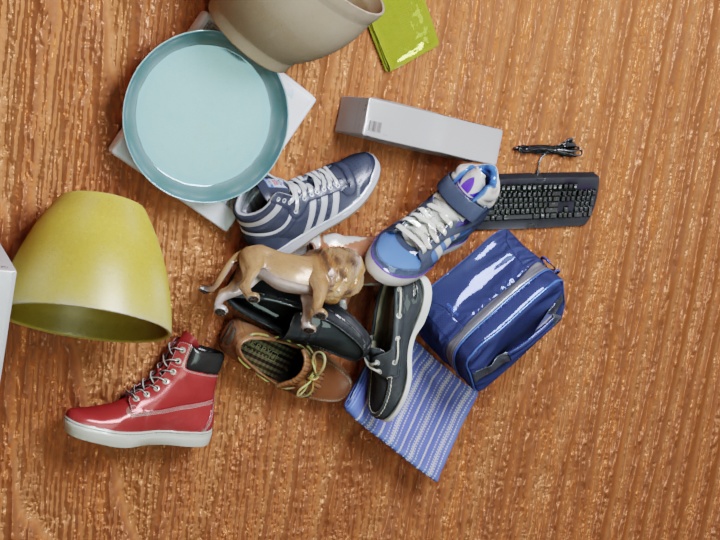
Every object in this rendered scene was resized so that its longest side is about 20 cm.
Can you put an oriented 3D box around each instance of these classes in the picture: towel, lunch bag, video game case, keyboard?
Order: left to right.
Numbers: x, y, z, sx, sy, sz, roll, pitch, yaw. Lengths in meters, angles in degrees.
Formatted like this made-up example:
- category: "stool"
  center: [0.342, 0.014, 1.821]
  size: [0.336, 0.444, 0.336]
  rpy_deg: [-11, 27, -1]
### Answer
- category: "video game case"
  center: [-0.176, -0.177, 1.558]
  size: [0.181, 0.024, 0.201]
  rpy_deg: [35, 89, -30]
- category: "towel"
  center: [0.035, -0.355, 1.606]
  size: [0.086, 0.018, 0.202]
  rpy_deg: [-29, 116, -14]
- category: "towel"
  center: [0.072, 0.177, 1.762]
  size: [0.200, 0.024, 0.146]
  rpy_deg: [41, 65, -30]
- category: "lunch bag"
  center: [0.185, 0.055, 1.716]
  size: [0.200, 0.132, 0.136]
  rpy_deg: [-40, 154, -8]
- category: "keyboard"
  center: [0.245, -0.119, 1.780]
  size: [0.198, 0.021, 0.129]
  rpy_deg: [-4, 108, -25]

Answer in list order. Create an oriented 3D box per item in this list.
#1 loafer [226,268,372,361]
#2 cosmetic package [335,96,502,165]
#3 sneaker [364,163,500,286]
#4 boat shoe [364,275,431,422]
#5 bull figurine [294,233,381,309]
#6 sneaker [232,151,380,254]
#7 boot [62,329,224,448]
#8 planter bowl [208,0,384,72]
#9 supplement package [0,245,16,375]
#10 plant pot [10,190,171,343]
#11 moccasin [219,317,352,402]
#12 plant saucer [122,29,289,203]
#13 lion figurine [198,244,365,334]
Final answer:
- category: "loafer"
  center: [-0.080, 0.064, 1.618]
  size: [0.199, 0.071, 0.068]
  rpy_deg: [29, 132, -7]
- category: "cosmetic package"
  center: [0.075, -0.178, 1.642]
  size: [0.198, 0.082, 0.051]
  rpy_deg: [10, 92, -28]
- category: "sneaker"
  center: [0.097, -0.073, 1.615]
  size: [0.199, 0.081, 0.147]
  rpy_deg: [-28, 156, -44]
- category: "boat shoe"
  center: [0.034, 0.098, 1.663]
  size: [0.060, 0.075, 0.202]
  rpy_deg: [6, 100, -34]
- category: "bull figurine"
  center: [0.000, 0.000, 1.676]
  size: [0.198, 0.065, 0.123]
  rpy_deg: [-6, 112, -22]
- category: "sneaker"
  center: [-0.068, -0.101, 1.591]
  size: [0.199, 0.070, 0.109]
  rpy_deg: [-38, 139, -7]
- category: "boot"
  center: [-0.265, 0.141, 1.592]
  size: [0.198, 0.072, 0.146]
  rpy_deg: [3, 104, -35]
- category: "planter bowl"
  center: [-0.089, -0.314, 1.475]
  size: [0.199, 0.201, 0.135]
  rpy_deg: [31, 116, -30]
- category: "supplement package"
  center: [-0.469, 0.036, 1.383]
  size: [0.150, 0.200, 0.152]
  rpy_deg: [6, 104, -26]
- category: "plant pot"
  center: [-0.306, -0.008, 1.473]
  size: [0.198, 0.199, 0.144]
  rpy_deg: [13, 74, -28]
- category: "moccasin"
  center: [-0.087, 0.121, 1.661]
  size: [0.201, 0.078, 0.074]
  rpy_deg: [36, 90, -35]
- category: "plant saucer"
  center: [-0.182, -0.181, 1.517]
  size: [0.198, 0.027, 0.203]
  rpy_deg: [-5, 105, -18]
- category: "lion figurine"
  center: [-0.091, 0.005, 1.561]
  size: [0.198, 0.123, 0.073]
  rpy_deg: [17, 142, -12]
